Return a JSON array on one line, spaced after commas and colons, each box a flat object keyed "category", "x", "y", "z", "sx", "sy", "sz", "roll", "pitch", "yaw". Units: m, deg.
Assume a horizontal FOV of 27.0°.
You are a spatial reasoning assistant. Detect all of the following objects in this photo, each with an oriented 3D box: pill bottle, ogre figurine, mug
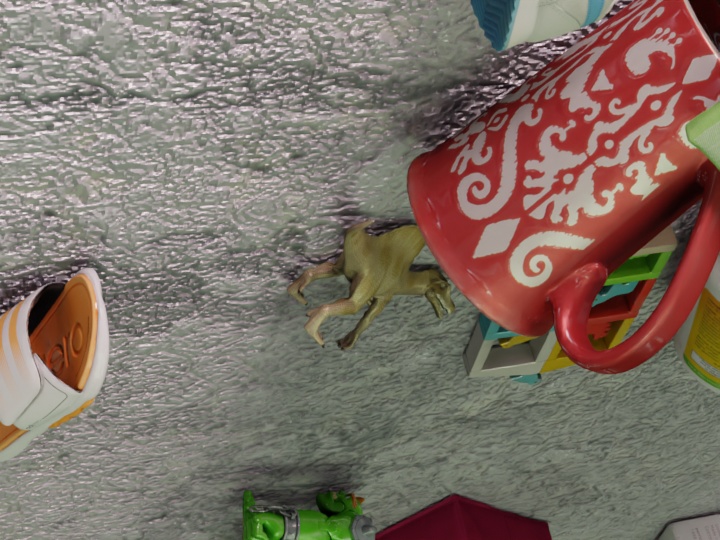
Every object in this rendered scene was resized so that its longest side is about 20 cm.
[{"category": "pill bottle", "x": 0.292, "y": 0.004, "z": 1.089, "sx": 0.110, "sy": 0.112, "sz": 0.201, "roll": -13, "pitch": 151, "yaw": -4}, {"category": "ogre figurine", "x": -0.050, "y": 0.254, "z": 1.366, "sx": 0.118, "sy": 0.099, "sz": 0.201, "roll": 1, "pitch": 137, "yaw": -6}, {"category": "mug", "x": 0.154, "y": -0.054, "z": 0.878, "sx": 0.199, "sy": 0.178, "sz": 0.133, "roll": -39, "pitch": 175, "yaw": 28}]

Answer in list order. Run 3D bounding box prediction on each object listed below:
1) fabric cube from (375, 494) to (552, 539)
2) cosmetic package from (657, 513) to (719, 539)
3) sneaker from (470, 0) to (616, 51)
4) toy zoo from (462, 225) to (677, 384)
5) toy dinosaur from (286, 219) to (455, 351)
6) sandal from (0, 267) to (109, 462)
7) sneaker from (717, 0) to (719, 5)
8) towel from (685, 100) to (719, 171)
[{"category": "fabric cube", "x": 0.099, "y": 0.374, "z": 1.538, "sx": 0.195, "sy": 0.201, "sz": 0.199, "roll": -32, "pitch": 147, "yaw": 26}, {"category": "cosmetic package", "x": 0.435, "y": 0.397, "z": 1.776, "sx": 0.163, "sy": 0.167, "sz": 0.201, "roll": -8, "pitch": 149, "yaw": -14}, {"category": "sneaker", "x": 0.109, "y": -0.188, "z": 0.722, "sx": 0.080, "sy": 0.077, "sz": 0.201, "roll": -16, "pitch": 158, "yaw": -18}, {"category": "toy zoo", "x": 0.155, "y": 0.034, "z": 1.166, "sx": 0.129, "sy": 0.021, "sz": 0.201, "roll": -8, "pitch": 150, "yaw": -14}, {"category": "toy dinosaur", "x": 0.000, "y": 0.000, "z": 1.017, "sx": 0.101, "sy": 0.058, "sz": 0.200, "roll": -38, "pitch": 155, "yaw": 8}, {"category": "sandal", "x": -0.227, "y": 0.072, "z": 0.984, "sx": 0.059, "sy": 0.080, "sz": 0.206, "roll": 5, "pitch": 146, "yaw": -37}, {"category": "sneaker", "x": 0.243, "y": -0.195, "z": 0.725, "sx": 0.072, "sy": 0.113, "sz": 0.201, "roll": 0, "pitch": 147, "yaw": -26}, {"category": "towel", "x": 0.283, "y": -0.077, "z": 0.746, "sx": 0.149, "sy": 0.031, "sz": 0.199, "roll": 44, "pitch": 129, "yaw": -15}]
